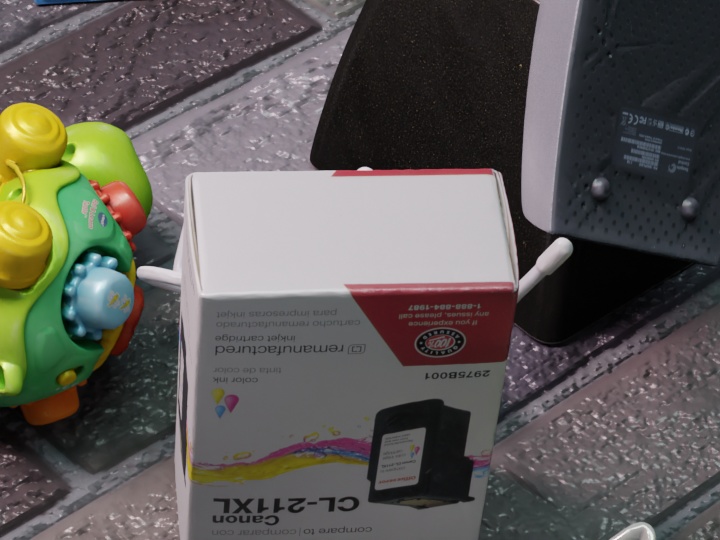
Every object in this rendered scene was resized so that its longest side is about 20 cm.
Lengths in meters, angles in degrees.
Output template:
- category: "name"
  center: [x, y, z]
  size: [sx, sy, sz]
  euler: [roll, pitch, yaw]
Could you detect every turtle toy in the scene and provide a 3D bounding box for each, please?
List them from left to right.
- category: "turtle toy"
  center: [-0.158, -0.006, 1.454]
  size: [0.101, 0.146, 0.200]
  euler: [20, 40, -15]

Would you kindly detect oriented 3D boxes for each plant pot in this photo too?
- category: "plant pot"
  center: [0.112, -0.116, 1.561]
  size: [0.199, 0.177, 0.200]
  euler: [-28, 51, -32]

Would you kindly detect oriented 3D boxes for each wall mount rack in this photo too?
- category: "wall mount rack"
  center: [0.000, 0.000, 1.413]
  size: [0.200, 0.075, 0.174]
  euler: [17, -6, -30]

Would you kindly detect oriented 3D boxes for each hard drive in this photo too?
- category: "hard drive"
  center: [0.142, -0.109, 1.427]
  size: [0.135, 0.200, 0.042]
  euler: [10, 0, -41]

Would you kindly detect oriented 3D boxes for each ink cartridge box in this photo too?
- category: "ink cartridge box"
  center: [-0.010, 0.052, 1.345]
  size: [0.146, 0.200, 0.083]
  euler: [-2, 45, -7]

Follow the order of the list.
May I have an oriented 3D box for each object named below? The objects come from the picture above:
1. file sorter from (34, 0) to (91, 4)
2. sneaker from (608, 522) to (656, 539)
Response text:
- category: "file sorter"
  center: [-0.131, -0.277, 1.699]
  size: [0.139, 0.200, 0.123]
  euler: [-5, 40, -11]
- category: "sneaker"
  center: [0.068, 0.181, 1.291]
  size: [0.075, 0.089, 0.200]
  euler: [31, 48, 24]
